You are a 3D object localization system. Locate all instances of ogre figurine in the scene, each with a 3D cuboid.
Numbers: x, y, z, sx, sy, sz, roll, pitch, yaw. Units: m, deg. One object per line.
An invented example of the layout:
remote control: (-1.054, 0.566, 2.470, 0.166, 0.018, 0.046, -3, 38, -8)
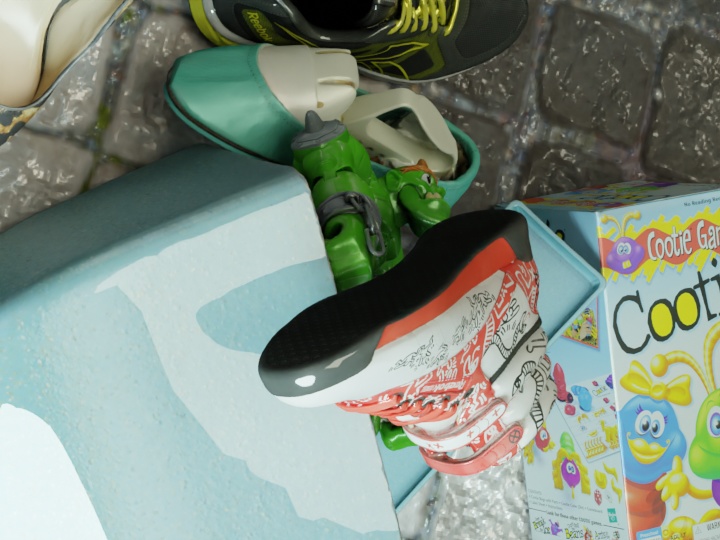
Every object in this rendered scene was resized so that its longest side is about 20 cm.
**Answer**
ogre figurine: (0.000, 0.000, 1.481, 0.200, 0.098, 0.120, 37, 33, -53)

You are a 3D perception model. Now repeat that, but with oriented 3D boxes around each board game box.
board game box: (0.154, 0.056, 1.627, 0.103, 0.105, 0.201, -11, 98, -29)

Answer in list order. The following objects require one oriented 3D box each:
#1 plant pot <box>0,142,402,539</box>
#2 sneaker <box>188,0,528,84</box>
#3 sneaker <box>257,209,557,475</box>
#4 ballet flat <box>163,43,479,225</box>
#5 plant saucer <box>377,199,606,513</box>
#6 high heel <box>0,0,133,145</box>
plant pot: (-0.121, 0.064, 1.428, 0.200, 0.196, 0.196, -17, 102, -16)
sneaker: (0.011, -0.136, 1.547, 0.200, 0.085, 0.075, -1, 94, -30)
sneaker: (0.030, 0.053, 1.347, 0.201, 0.067, 0.108, -35, 117, -54)
ballet flat: (-0.012, -0.083, 1.526, 0.200, 0.070, 0.067, 23, 39, -41)
plant saucer: (0.042, 0.059, 1.561, 0.070, 0.019, 0.200, 43, 92, 16)
high heel: (-0.148, -0.124, 1.422, 0.071, 0.142, 0.200, 38, 74, -26)
